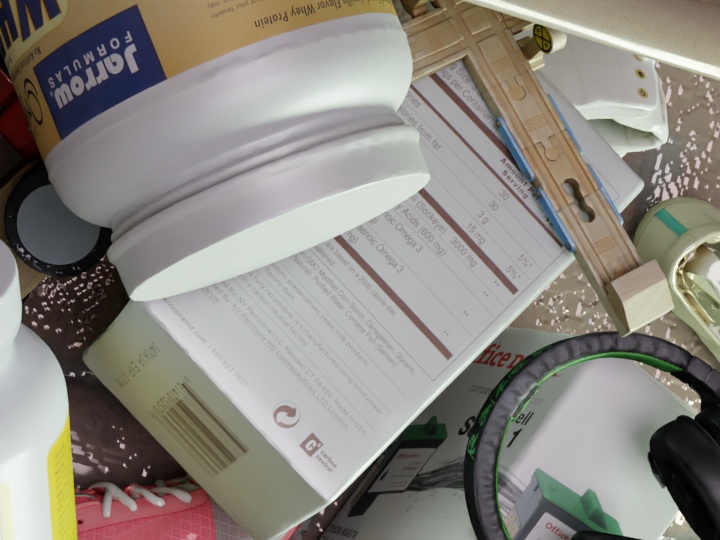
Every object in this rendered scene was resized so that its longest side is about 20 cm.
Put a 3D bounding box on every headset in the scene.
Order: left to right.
[{"bbox_3d":[0.133,0.113,1.179,0.200,0.094,0.124,39,81,-3],"label":"headset"}]

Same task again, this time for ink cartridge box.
[{"bbox_3d":[0.053,0.125,1.250,0.084,0.146,0.200,40,77,-18],"label":"ink cartridge box"}]

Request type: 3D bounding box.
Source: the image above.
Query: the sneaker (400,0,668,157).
[{"bbox_3d":[0.127,-0.107,1.283,0.200,0.074,0.116,-17,69,-22],"label":"sneaker"}]

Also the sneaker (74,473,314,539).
[{"bbox_3d":[-0.102,0.122,1.228,0.200,0.074,0.087,-39,104,-16],"label":"sneaker"}]

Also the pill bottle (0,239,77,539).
[{"bbox_3d":[-0.170,0.084,1.101,0.112,0.112,0.200,-14,126,-21],"label":"pill bottle"}]

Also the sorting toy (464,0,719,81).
[{"bbox_3d":[0.055,-0.161,1.127,0.185,0.200,0.037,13,119,-35],"label":"sorting toy"}]

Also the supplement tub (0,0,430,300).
[{"bbox_3d":[-0.066,-0.103,1.033,0.144,0.144,0.200,-20,83,-20],"label":"supplement tub"}]

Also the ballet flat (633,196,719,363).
[{"bbox_3d":[0.212,0.041,1.353,0.200,0.069,0.070,41,78,-18],"label":"ballet flat"}]

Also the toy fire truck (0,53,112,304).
[{"bbox_3d":[-0.178,-0.078,1.139,0.176,0.129,0.200,-41,100,13],"label":"toy fire truck"}]

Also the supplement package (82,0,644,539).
[{"bbox_3d":[0.000,0.000,1.161,0.117,0.117,0.200,46,68,0],"label":"supplement package"}]

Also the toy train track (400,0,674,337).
[{"bbox_3d":[0.071,-0.068,1.120,0.115,0.033,0.200,-26,83,-24],"label":"toy train track"}]
